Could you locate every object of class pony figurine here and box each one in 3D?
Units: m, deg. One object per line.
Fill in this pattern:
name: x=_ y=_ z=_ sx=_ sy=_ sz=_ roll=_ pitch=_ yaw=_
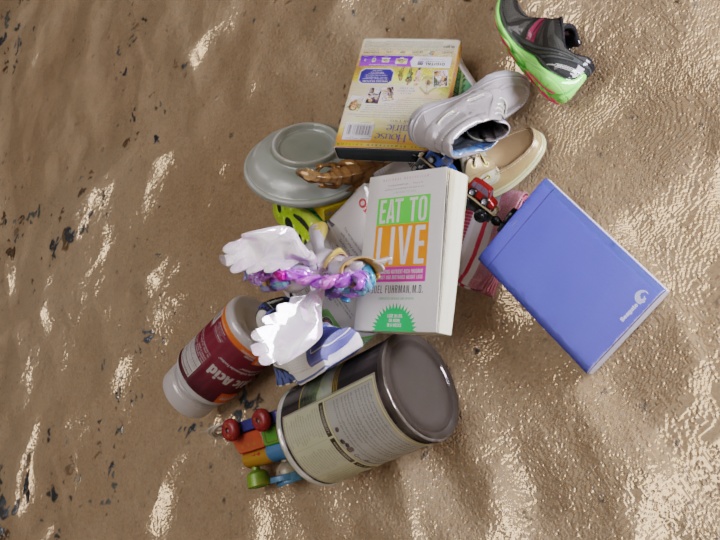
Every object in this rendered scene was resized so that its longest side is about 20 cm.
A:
pony figurine: x=-0.077 y=0.004 z=1.166 sx=0.200 sy=0.192 sz=0.167 roll=26 pitch=134 yaw=64

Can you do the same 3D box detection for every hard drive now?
hard drive: x=0.247 y=0.005 z=1.118 sx=0.132 sy=0.025 sz=0.200 roll=-51 pitch=60 yaw=19

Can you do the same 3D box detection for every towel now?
towel: x=0.129 y=-0.056 z=1.293 sx=0.200 sy=0.023 sz=0.145 roll=20 pitch=89 yaw=47

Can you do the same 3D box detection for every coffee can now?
coffee can: x=0.007 y=0.185 z=1.238 sx=0.200 sy=0.146 sz=0.147 roll=-30 pitch=57 yaw=34

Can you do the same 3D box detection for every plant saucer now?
plant saucer: x=-0.081 y=-0.175 z=1.430 sx=0.200 sy=0.199 sz=0.050 roll=53 pitch=157 yaw=41

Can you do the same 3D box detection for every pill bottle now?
pill bottle: x=-0.221 y=0.143 z=1.503 sx=0.200 sy=0.114 sz=0.115 roll=-43 pitch=50 yaw=26

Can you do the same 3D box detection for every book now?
book: x=0.060 y=-0.021 z=1.175 sx=0.133 sy=0.048 sz=0.201 roll=-2 pitch=79 yaw=40

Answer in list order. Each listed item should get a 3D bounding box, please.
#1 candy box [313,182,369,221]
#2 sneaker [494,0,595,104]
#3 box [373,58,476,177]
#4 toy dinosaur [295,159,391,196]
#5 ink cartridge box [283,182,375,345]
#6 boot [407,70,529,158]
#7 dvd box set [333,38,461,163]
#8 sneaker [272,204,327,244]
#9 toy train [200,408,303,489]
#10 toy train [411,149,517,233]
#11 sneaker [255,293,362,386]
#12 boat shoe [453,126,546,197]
candy box: x=-0.057 y=-0.154 z=1.462 sx=0.200 sy=0.102 sz=0.027 roll=51 pitch=151 yaw=41
sneaker: x=0.243 y=-0.299 z=1.242 sx=0.084 sy=0.077 sz=0.200 roll=-35 pitch=54 yaw=8
box: x=0.093 y=-0.202 z=1.357 sx=0.200 sy=0.036 sz=0.145 roll=-43 pitch=45 yaw=21
toy dinosaur: x=0.004 y=-0.143 z=1.335 sx=0.061 sy=0.199 sz=0.106 roll=70 pitch=161 yaw=-2
ink cartridge box: x=0.000 y=0.000 z=1.298 sx=0.200 sy=0.084 sz=0.146 roll=-44 pitch=68 yaw=24
boot: x=0.163 y=-0.194 z=1.207 sx=0.095 sy=0.199 sz=0.074 roll=37 pitch=146 yaw=44
dvd box set: x=0.055 y=-0.238 z=1.302 sx=0.145 sy=0.029 sz=0.201 roll=4 pitch=60 yaw=16
sneaker: x=-0.082 y=-0.092 z=1.475 sx=0.200 sy=0.083 sz=0.074 roll=55 pitch=135 yaw=45
toy train: x=-0.167 y=0.281 z=1.434 sx=0.199 sy=0.084 sz=0.116 roll=-23 pitch=74 yaw=38
toy train: x=0.149 y=-0.094 z=1.202 sx=0.200 sy=0.034 sz=0.046 roll=39 pitch=113 yaw=7
sneaker: x=-0.086 y=0.085 z=1.238 sx=0.116 sy=0.080 sz=0.199 roll=62 pitch=152 yaw=-2
boat shoe: x=0.150 y=-0.132 z=1.245 sx=0.199 sy=0.066 sz=0.074 roll=-32 pitch=43 yaw=19
